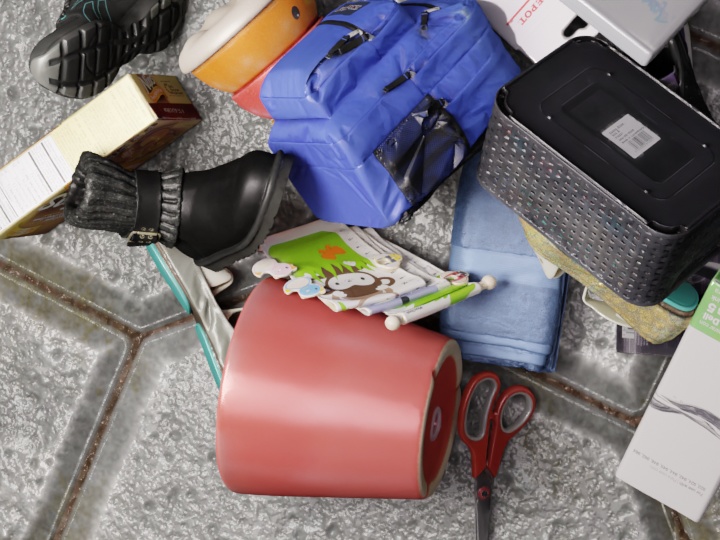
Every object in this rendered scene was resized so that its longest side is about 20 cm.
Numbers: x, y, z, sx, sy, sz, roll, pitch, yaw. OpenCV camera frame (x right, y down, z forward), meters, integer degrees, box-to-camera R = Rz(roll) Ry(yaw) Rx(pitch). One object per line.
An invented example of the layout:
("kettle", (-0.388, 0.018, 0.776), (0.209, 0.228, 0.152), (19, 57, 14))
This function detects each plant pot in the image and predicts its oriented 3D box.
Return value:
("plant pot", (-0.012, 0.116, 1.721), (0.176, 0.200, 0.202), (10, 97, 15))

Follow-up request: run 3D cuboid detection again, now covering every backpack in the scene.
("backpack", (0.032, -0.153, 1.668), (0.200, 0.162, 0.168), (-41, 117, -19))

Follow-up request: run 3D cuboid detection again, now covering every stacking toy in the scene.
("stacking toy", (-0.052, -0.169, 1.768), (0.146, 0.146, 0.200), (-40, 102, 16))

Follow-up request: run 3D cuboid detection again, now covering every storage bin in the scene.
("storage bin", (0.209, -0.084, 1.613), (0.200, 0.135, 0.094), (40, 145, 22))

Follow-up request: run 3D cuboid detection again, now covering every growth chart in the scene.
("growth chart", (0.000, 0.000, 1.722), (0.199, 0.144, 0.018), (27, 127, 36))

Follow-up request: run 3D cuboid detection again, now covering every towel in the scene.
("towel", (0.134, -0.014, 1.747), (0.111, 0.049, 0.201), (10, 98, 15))

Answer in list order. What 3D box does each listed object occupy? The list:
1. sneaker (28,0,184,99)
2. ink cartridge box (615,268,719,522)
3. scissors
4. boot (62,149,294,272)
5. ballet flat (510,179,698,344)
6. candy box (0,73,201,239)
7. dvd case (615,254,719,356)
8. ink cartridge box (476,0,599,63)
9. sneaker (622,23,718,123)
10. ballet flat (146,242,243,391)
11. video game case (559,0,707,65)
("sneaker", (-0.243, -0.213, 1.774), (0.079, 0.200, 0.076), (24, 122, 21))
("ink cartridge box", (0.301, 0.087, 1.632), (0.084, 0.145, 0.201), (28, 116, 12))
("scissors", (0.105, 0.188, 1.773), (0.073, 0.014, 0.201), (10, 102, -24))
("boot", (-0.161, -0.066, 1.687), (0.157, 0.211, 0.080), (22, 62, -19))
("ballet flat", (0.197, -0.005, 1.683), (0.200, 0.071, 0.071), (36, 103, 0))
("candy box", (-0.255, -0.106, 1.818), (0.200, 0.115, 0.055), (-35, 84, 16))
("dvd case", (0.320, 0.008, 1.691), (0.199, 0.016, 0.150), (4, 112, 17))
("ink cartridge box", (0.140, -0.272, 1.713), (0.200, 0.067, 0.116), (45, 104, 9))
("sneaker", (0.262, -0.138, 1.677), (0.075, 0.088, 0.201), (-19, 89, 17))
("ballet flat", (-0.137, 0.034, 1.832), (0.063, 0.067, 0.201), (-27, 87, -11))
("video game case", (0.216, -0.290, 1.655), (0.200, 0.024, 0.182), (40, 63, 9))
